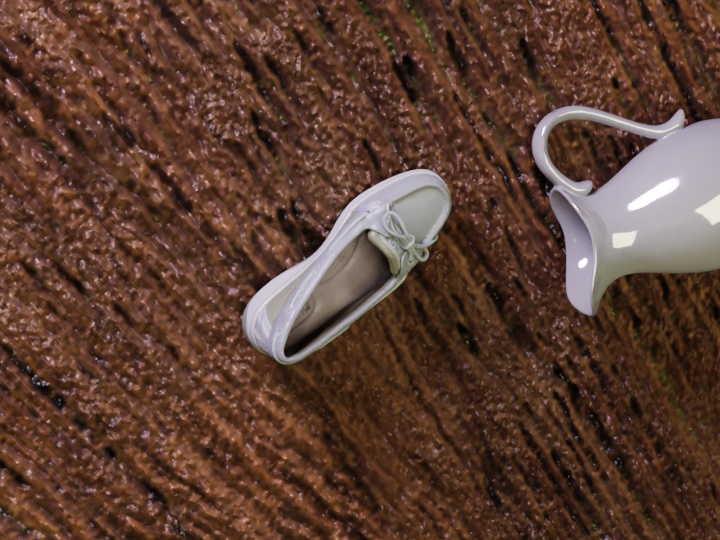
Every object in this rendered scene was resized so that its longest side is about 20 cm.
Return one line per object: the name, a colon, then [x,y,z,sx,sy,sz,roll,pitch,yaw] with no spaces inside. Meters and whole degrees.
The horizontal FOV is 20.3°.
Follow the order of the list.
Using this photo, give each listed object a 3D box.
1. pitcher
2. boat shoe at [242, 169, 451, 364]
pitcher: [0.250,-0.074,1.665,0.199,0.121,0.172,-20,99,-10]
boat shoe: [-0.001,-0.001,1.571,0.202,0.065,0.075,-38,119,-13]
